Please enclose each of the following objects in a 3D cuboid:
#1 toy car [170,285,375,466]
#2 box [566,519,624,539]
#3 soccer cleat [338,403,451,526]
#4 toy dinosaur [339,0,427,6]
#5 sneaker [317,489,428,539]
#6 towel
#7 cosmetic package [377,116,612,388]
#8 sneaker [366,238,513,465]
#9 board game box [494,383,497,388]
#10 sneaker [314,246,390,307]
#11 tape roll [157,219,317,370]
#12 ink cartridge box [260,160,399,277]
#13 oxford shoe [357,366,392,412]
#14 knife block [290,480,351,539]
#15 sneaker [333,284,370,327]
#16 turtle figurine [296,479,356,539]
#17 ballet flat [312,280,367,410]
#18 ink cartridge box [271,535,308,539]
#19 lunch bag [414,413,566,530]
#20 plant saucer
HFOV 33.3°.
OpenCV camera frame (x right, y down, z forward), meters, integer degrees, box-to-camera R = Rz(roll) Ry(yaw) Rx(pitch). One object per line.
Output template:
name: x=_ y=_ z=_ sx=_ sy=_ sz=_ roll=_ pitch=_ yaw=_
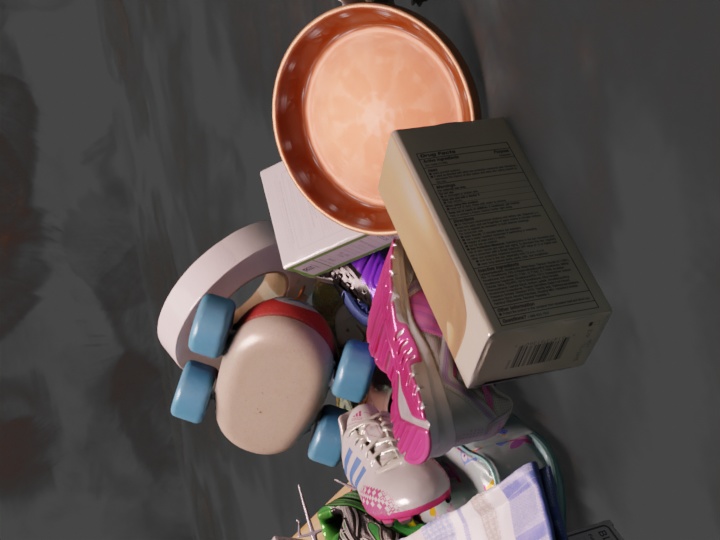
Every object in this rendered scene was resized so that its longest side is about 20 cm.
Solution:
toy car: x=-0.080 y=0.074 z=1.279 sx=0.200 sy=0.183 sz=0.178 roll=-78 pitch=6 yaw=-55
box: x=0.179 y=0.304 z=0.909 sx=0.117 sy=0.060 sz=0.201 roll=-124 pitch=30 yaw=-51
soccer cleat: x=0.018 y=0.161 z=1.037 sx=0.087 sy=0.070 sz=0.200 roll=68 pitch=166 yaw=-4
toy dinosaur: x=0.015 y=-0.290 z=1.050 sx=0.102 sy=0.077 sz=0.201 roll=45 pitch=148 yaw=38
sneaker: x=0.024 y=0.262 z=1.074 sx=0.200 sy=0.085 sz=0.078 roll=-145 pitch=40 yaw=-61
towel: x=0.087 y=0.247 z=0.917 sx=0.200 sy=0.024 sz=0.148 roll=-40 pitch=48 yaw=42
cosmetic package: x=0.095 y=-0.018 z=0.912 sx=0.071 sy=0.105 sz=0.201 roll=106 pitch=150 yaw=-49
sneaker: x=0.061 y=0.060 z=0.940 sx=0.082 sy=0.088 sz=0.201 roll=110 pitch=154 yaw=-49
board game box: x=0.061 y=0.044 z=1.026 sx=0.158 sy=0.039 sz=0.200 roll=-59 pitch=30 yaw=28
sneaker: x=0.000 y=0.000 z=1.194 sx=0.070 sy=0.099 sz=0.201 roll=74 pitch=179 yaw=-63
tape roll: x=-0.130 y=0.030 z=1.324 sx=0.037 sy=0.202 sz=0.203 roll=45 pitch=148 yaw=24
ink cartridge box: x=0.010 y=-0.078 z=1.127 sx=0.059 sy=0.199 sz=0.104 roll=18 pitch=-127 yaw=-59
oxford shoe: x=0.031 y=0.168 z=1.267 sx=0.073 sy=0.071 sz=0.201 roll=-132 pitch=36 yaw=-51
knife block: x=-0.039 y=0.320 z=1.391 sx=0.064 sy=0.174 sz=0.201 roll=-124 pitch=29 yaw=-48
sneaker: x=-0.004 y=-0.009 z=1.286 sx=0.078 sy=0.070 sz=0.201 roll=97 pitch=162 yaw=-50
turtle figurine: x=0.027 y=0.271 z=1.242 sx=0.200 sy=0.100 sz=0.150 roll=54 pitch=132 yaw=20
ballet flat: x=-0.003 y=0.099 z=1.355 sx=0.071 sy=0.070 sz=0.201 roll=153 pitch=108 yaw=-71
ink cartridge box: x=-0.015 y=0.374 z=1.295 sx=0.083 sy=0.199 sz=0.147 roll=-54 pitch=40 yaw=24
lunch bag: x=0.106 y=0.200 z=1.046 sx=0.200 sy=0.077 sz=0.161 roll=-150 pitch=51 yaw=-67
plant saucer: x=0.014 y=-0.131 z=1.047 sx=0.199 sy=0.032 sz=0.202 roll=9 pitch=109 yaw=27
